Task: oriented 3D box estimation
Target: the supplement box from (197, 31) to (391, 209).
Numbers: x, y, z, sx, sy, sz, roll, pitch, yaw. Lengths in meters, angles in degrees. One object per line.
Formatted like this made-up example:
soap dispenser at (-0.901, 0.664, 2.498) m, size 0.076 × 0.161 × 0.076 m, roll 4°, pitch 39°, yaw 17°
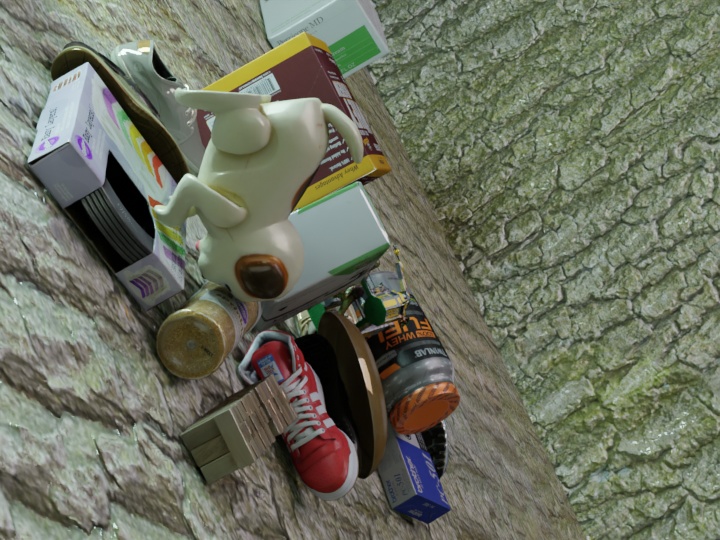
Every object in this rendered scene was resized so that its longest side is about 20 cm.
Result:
supplement box at (-0.097, -0.175, 1.789) m, size 0.200 × 0.197 × 0.133 m, roll 63°, pitch 10°, yaw 1°

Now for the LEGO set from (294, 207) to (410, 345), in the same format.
LEGO set at (0.000, 0.000, 1.689) m, size 0.116 × 0.154 × 0.200 m, roll -15°, pitch 66°, yaw -46°

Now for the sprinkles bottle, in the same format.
sprinkles bottle at (-0.145, 0.051, 1.325) m, size 0.068 × 0.068 × 0.200 m, roll 61°, pitch 11°, yaw -6°

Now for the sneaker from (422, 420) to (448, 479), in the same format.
sneaker at (0.102, 0.206, 1.968) m, size 0.090 × 0.078 × 0.201 m, roll 11°, pitch 70°, yaw -60°

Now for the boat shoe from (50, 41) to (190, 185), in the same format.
boat shoe at (-0.238, -0.156, 1.393) m, size 0.200 × 0.073 × 0.065 m, roll 56°, pitch 17°, yaw -28°

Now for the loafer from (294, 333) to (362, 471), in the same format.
loafer at (-0.046, 0.162, 1.549) m, size 0.071 × 0.073 × 0.200 m, roll 69°, pitch 4°, yaw -50°

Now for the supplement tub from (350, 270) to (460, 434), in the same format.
supplement tub at (0.046, 0.110, 1.799) m, size 0.200 × 0.122 × 0.123 m, roll 60°, pitch 8°, yaw 28°

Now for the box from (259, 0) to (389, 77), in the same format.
box at (-0.074, -0.497, 2.745) m, size 0.171 × 0.199 × 0.200 m, roll 54°, pitch 13°, yaw -33°

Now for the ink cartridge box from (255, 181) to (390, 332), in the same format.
ink cartridge box at (-0.061, -0.011, 1.505) m, size 0.084 × 0.146 × 0.200 m, roll 62°, pitch -13°, yaw 7°

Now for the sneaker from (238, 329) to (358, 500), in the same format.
sneaker at (-0.069, 0.147, 1.435) m, size 0.113 × 0.071 × 0.200 m, roll 57°, pitch 3°, yaw -44°

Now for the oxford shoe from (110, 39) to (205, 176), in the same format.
oxford shoe at (-0.223, -0.192, 1.613) m, size 0.200 × 0.058 × 0.075 m, roll 58°, pitch 8°, yaw -29°

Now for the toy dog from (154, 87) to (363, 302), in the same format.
toy dog at (-0.101, -0.070, 1.304) m, size 0.140 × 0.193 × 0.201 m, roll -135°, pitch -131°, yaw -79°

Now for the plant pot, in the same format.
plant pot at (-0.008, 0.144, 1.587) m, size 0.200 × 0.027 × 0.201 m, roll 168°, pitch -90°, yaw -73°

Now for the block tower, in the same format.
block tower at (-0.112, 0.147, 1.274) m, size 0.054 × 0.058 × 0.200 m, roll 62°, pitch 8°, yaw 0°

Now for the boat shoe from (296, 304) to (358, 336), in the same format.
boat shoe at (-0.041, 0.081, 1.742) m, size 0.200 × 0.074 × 0.069 m, roll 62°, pitch 14°, yaw 25°

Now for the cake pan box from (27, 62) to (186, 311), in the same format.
cake pan box at (-0.234, -0.081, 1.284) m, size 0.184 × 0.052 × 0.200 m, roll 54°, pitch 13°, yaw -27°

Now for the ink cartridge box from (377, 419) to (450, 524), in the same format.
ink cartridge box at (0.052, 0.238, 1.833) m, size 0.094 × 0.044 × 0.200 m, roll 34°, pitch 28°, yaw -49°
